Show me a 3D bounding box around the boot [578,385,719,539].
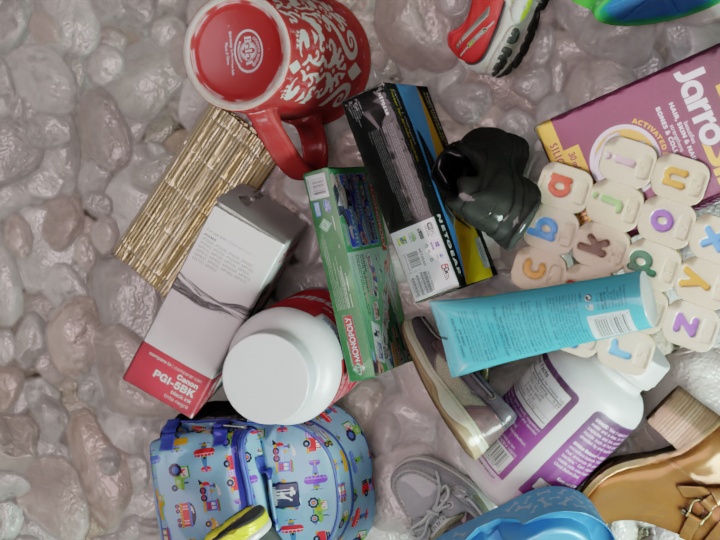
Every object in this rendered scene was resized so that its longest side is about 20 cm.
[{"bbox_3d":[0.295,0.227,1.663,0.155,0.077,0.200,44,98,6],"label":"boot"}]

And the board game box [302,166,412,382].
[{"bbox_3d":[0.000,0.000,1.700,0.029,0.135,0.201,-13,90,17],"label":"board game box"}]

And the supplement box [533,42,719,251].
[{"bbox_3d":[0.281,-0.113,1.619,0.199,0.103,0.132,-24,86,17],"label":"supplement box"}]

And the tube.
[{"bbox_3d":[0.163,0.045,1.576,0.199,0.050,0.078,-12,103,21],"label":"tube"}]

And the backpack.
[{"bbox_3d":[-0.092,0.219,1.747,0.199,0.134,0.184,-3,94,15],"label":"backpack"}]

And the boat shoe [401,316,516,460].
[{"bbox_3d":[0.094,0.102,1.671,0.065,0.200,0.072,-27,122,-1],"label":"boat shoe"}]

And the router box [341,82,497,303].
[{"bbox_3d":[0.058,-0.076,1.668,0.051,0.149,0.201,-21,88,18],"label":"router box"}]

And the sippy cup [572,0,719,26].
[{"bbox_3d":[0.267,-0.307,1.602,0.139,0.177,0.131,-19,75,46],"label":"sippy cup"}]

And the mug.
[{"bbox_3d":[-0.069,-0.188,1.674,0.133,0.200,0.178,-38,82,16],"label":"mug"}]

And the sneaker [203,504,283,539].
[{"bbox_3d":[-0.148,0.308,1.665,0.200,0.074,0.085,-38,93,19],"label":"sneaker"}]

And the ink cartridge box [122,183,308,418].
[{"bbox_3d":[-0.140,0.027,1.736,0.083,0.147,0.201,29,103,2],"label":"ink cartridge box"}]

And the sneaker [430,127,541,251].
[{"bbox_3d":[0.108,-0.094,1.625,0.090,0.200,0.076,26,107,-15],"label":"sneaker"}]

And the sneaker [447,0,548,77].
[{"bbox_3d":[0.141,-0.286,1.668,0.085,0.077,0.201,30,101,20],"label":"sneaker"}]

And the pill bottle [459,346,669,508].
[{"bbox_3d":[0.195,0.135,1.660,0.112,0.112,0.200,45,105,10],"label":"pill bottle"}]

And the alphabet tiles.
[{"bbox_3d":[0.240,-0.013,1.578,0.195,0.015,0.201,19,100,16],"label":"alphabet tiles"}]

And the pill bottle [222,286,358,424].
[{"bbox_3d":[-0.061,0.084,1.687,0.112,0.200,0.113,2,99,15],"label":"pill bottle"}]

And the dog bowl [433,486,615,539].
[{"bbox_3d":[0.140,0.269,1.634,0.199,0.050,0.112,-29,123,13],"label":"dog bowl"}]

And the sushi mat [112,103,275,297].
[{"bbox_3d":[-0.170,-0.069,1.813,0.096,0.012,0.200,38,104,12],"label":"sushi mat"}]

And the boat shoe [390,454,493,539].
[{"bbox_3d":[0.102,0.266,1.722,0.074,0.065,0.202,-41,82,16],"label":"boat shoe"}]
